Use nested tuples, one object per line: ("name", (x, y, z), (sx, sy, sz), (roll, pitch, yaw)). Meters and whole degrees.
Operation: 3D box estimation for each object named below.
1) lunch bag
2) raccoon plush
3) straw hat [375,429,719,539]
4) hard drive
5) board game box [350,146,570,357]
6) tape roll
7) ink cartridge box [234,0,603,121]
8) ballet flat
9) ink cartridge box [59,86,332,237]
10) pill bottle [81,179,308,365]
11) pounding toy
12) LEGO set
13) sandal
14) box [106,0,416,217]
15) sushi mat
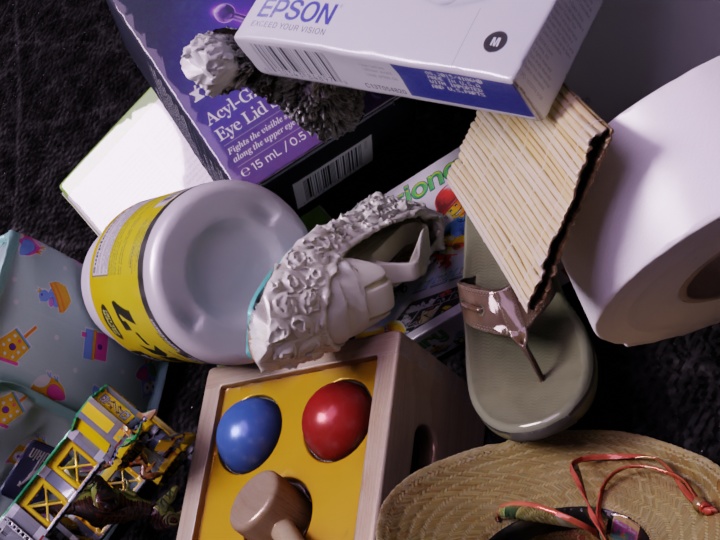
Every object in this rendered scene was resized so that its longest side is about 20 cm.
("lunch bag", (-0.238, 0.097, 1.047), (0.121, 0.170, 0.202), (-14, 55, 43))
("raccoon plush", (-0.006, -0.148, 0.868), (0.134, 0.097, 0.200), (-38, 3, 23))
("straw hat", (0.108, 0.165, 0.747), (0.200, 0.200, 0.086), (19, 121, 46))
("hard drive", (0.203, -0.128, 0.787), (0.198, 0.133, 0.026), (-15, 23, 1))
("board game box", (0.049, -0.007, 0.962), (0.199, 0.035, 0.127), (-32, 47, 20))
("tape roll", (0.195, -0.039, 0.730), (0.201, 0.202, 0.071), (-32, 69, 21))
("ink cartridge box", (0.053, -0.183, 0.763), (0.198, 0.041, 0.201), (14, 68, 40))
("ballet flat", (0.000, 0.000, 0.868), (0.071, 0.072, 0.200), (-18, 15, 31))
("ink cartridge box", (-0.111, -0.041, 1.108), (0.148, 0.076, 0.200), (-45, 77, 8))
("pill bottle", (-0.116, 0.005, 0.958), (0.200, 0.114, 0.115), (-5, 57, 65))
("pounding toy", (-0.023, 0.146, 0.847), (0.183, 0.142, 0.202), (-13, 55, 35))
("LEGO set", (-0.143, 0.167, 0.923), (0.115, 0.200, 0.154), (37, 74, 10))
("sandal", (0.086, 0.013, 0.851), (0.079, 0.057, 0.203), (-24, 49, 20))
("box", (-0.071, -0.148, 1.025), (0.147, 0.104, 0.201), (-34, 75, -8))
("sushi mat", (0.082, -0.058, 0.743), (0.200, 0.012, 0.097), (-110, 36, -67))
